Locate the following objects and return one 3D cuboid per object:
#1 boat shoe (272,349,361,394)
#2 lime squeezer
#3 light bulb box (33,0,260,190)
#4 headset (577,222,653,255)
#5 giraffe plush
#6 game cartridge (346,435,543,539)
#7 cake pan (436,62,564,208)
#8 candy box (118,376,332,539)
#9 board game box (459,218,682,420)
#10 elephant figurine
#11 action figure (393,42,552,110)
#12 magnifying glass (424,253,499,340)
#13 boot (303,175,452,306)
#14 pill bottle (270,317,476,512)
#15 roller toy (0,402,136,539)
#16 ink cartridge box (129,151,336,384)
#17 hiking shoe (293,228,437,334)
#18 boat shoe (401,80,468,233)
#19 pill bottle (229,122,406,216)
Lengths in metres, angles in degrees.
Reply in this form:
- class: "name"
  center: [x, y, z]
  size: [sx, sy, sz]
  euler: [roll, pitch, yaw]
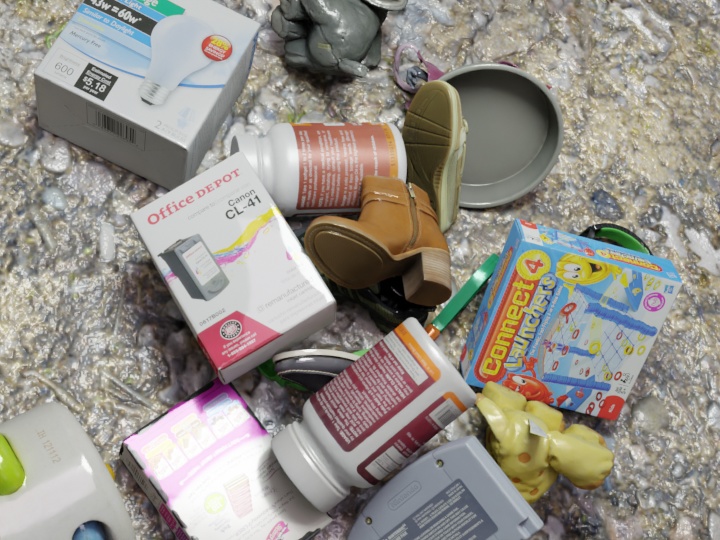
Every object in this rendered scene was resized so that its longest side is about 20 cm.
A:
- class: "boat shoe"
  center: [-0.010, 0.134, 1.205]
  size: [0.199, 0.072, 0.063]
  euler: [19, 64, -34]
- class: "lime squeezer"
  center: [-0.085, 0.098, 1.244]
  size: [0.199, 0.038, 0.071]
  euler: [12, 65, -9]
- class: "light bulb box"
  center: [-0.251, -0.233, 1.294]
  size: [0.197, 0.125, 0.201]
  euler: [26, 64, -3]
- class: "headset"
  center: [0.300, 0.004, 1.357]
  size: [0.199, 0.094, 0.124]
  euler: [-21, 74, -31]
- class: "giraffe plush"
  center: [0.169, 0.235, 1.193]
  size: [0.172, 0.200, 0.163]
  euler: [27, 98, 20]
- class: "game cartridge"
  center: [0.081, 0.266, 1.141]
  size: [0.133, 0.200, 0.041]
  euler: [54, 30, 13]
- class: "cake pan"
  center: [0.151, -0.171, 1.351]
  size: [0.199, 0.201, 0.037]
  euler: [12, 34, -10]
- class: "candy box"
  center: [-0.144, 0.232, 1.157]
  size: [0.136, 0.061, 0.200]
  euler: [-33, 78, -27]
- class: "board game box"
  center: [0.240, 0.061, 1.262]
  size: [0.195, 0.201, 0.056]
  euler: [14, 27, -8]
- class: "elephant figurine"
  center: [-0.005, -0.337, 1.412]
  size: [0.200, 0.141, 0.156]
  euler: [-30, 107, -40]
- class: "action figure"
  center: [0.154, -0.221, 1.427]
  size: [0.199, 0.135, 0.149]
  euler: [-11, 43, -19]
- class: "magnifying glass"
  center: [0.101, 0.055, 1.300]
  size: [0.022, 0.080, 0.200]
  euler: [40, 74, 7]
- class: "boot"
  center: [0.014, -0.052, 1.207]
  size: [0.199, 0.074, 0.155]
  euler: [25, 40, -34]
- class: "pill bottle"
  center: [0.012, 0.153, 1.134]
  size: [0.200, 0.114, 0.114]
  euler: [-39, 80, 1]
- class: "roller toy"
  center: [-0.303, 0.228, 1.050]
  size: [0.139, 0.200, 0.183]
  euler: [-27, 89, -24]
- class: "ink cartridge box"
  center: [-0.136, -0.002, 1.170]
  size: [0.147, 0.086, 0.201]
  euler: [-31, 78, -9]
- class: "hiking shoe"
  center: [0.000, 0.000, 1.273]
  size: [0.199, 0.101, 0.076]
  euler: [30, 62, -1]
- class: "boat shoe"
  center: [0.096, -0.137, 1.317]
  size: [0.073, 0.202, 0.063]
  euler: [19, 33, 34]
- class: "pill bottle"
  center: [-0.053, -0.122, 1.305]
  size: [0.199, 0.112, 0.113]
  euler: [-2, 68, -16]
